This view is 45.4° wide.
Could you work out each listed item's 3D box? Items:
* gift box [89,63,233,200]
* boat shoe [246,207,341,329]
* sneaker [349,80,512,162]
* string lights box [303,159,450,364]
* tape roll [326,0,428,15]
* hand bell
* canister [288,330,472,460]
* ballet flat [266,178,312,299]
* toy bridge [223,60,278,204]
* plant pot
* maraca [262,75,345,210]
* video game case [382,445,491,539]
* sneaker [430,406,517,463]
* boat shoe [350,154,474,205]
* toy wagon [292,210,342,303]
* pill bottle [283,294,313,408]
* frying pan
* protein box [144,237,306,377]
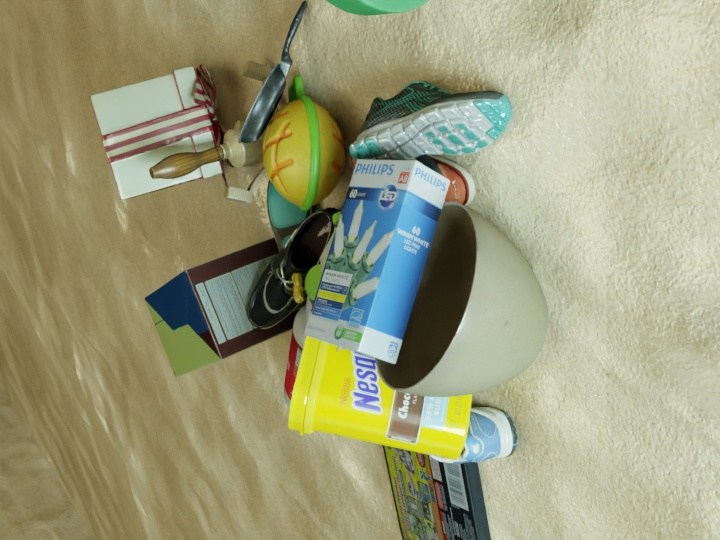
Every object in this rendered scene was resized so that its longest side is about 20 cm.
[{"bbox_3d":[-0.296,-0.204,1.325,0.200,0.184,0.188,-142,35,-72],"label":"gift box"},{"bbox_3d":[-0.093,-0.004,1.171,0.072,0.068,0.201,42,101,9],"label":"boat shoe"},{"bbox_3d":[0.074,-0.173,0.935,0.197,0.093,0.077,-7,147,36],"label":"sneaker"},{"bbox_3d":[0.017,-0.013,0.919,0.102,0.058,0.204,9,80,51],"label":"string lights box"},{"bbox_3d":[0.016,-0.347,0.810,0.048,0.198,0.204,12,117,49],"label":"tape roll"},{"bbox_3d":[-0.209,-0.165,1.224,0.104,0.198,0.106,30,131,43],"label":"hand bell"},{"bbox_3d":[0.028,0.128,0.993,0.196,0.151,0.087,11,148,1],"label":"canister"},{"bbox_3d":[-0.092,-0.058,1.238,0.070,0.070,0.204,-13,85,56],"label":"ballet flat"},{"bbox_3d":[-0.143,-0.192,1.204,0.027,0.066,0.204,170,109,-65],"label":"toy bridge"},{"bbox_3d":[0.119,0.046,0.911,0.201,0.133,0.203,-49,30,43],"label":"plant pot"},{"bbox_3d":[-0.078,-0.167,1.132,0.202,0.105,0.139,-107,26,-45],"label":"maraca"},{"bbox_3d":[0.106,0.320,1.196,0.179,0.025,0.204,8,115,52],"label":"video game case"},{"bbox_3d":[0.101,0.196,1.081,0.198,0.076,0.077,-4,94,53],"label":"sneaker"},{"bbox_3d":[0.046,-0.112,1.017,0.199,0.062,0.072,30,132,45],"label":"boat shoe"},{"bbox_3d":[0.000,0.000,1.085,0.197,0.039,0.158,-17,75,33],"label":"toy wagon"},{"bbox_3d":[-0.046,0.114,1.221,0.112,0.111,0.202,43,138,32],"label":"pill bottle"},{"bbox_3d":[-0.112,-0.249,1.137,0.031,0.192,0.115,28,166,-6],"label":"frying pan"},{"bbox_3d":[-0.189,0.051,1.309,0.198,0.198,0.137,-24,89,56],"label":"protein box"}]
